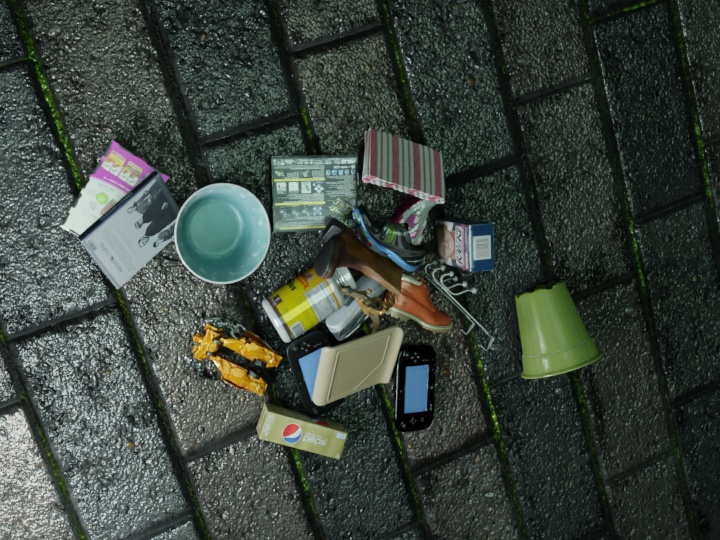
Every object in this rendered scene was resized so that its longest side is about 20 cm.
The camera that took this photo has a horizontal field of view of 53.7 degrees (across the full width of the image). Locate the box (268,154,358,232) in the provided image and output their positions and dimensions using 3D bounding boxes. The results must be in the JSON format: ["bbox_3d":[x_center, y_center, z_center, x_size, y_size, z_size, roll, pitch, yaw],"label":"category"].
[{"bbox_3d":[-0.100,-0.169,1.558,0.195,0.049,0.166,-4,97,-15],"label":"box"}]

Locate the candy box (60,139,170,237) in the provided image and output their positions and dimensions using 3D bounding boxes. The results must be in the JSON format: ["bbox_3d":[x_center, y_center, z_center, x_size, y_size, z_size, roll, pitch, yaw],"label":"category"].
[{"bbox_3d":[-0.496,-0.142,1.446,0.135,0.061,0.203,33,87,-19],"label":"candy box"}]

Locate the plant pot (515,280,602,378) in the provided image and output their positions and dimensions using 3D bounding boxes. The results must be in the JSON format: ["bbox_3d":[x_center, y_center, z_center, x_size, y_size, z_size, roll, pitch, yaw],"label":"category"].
[{"bbox_3d":[0.451,0.133,1.693,0.196,0.200,0.195,-16,88,-12],"label":"plant pot"}]

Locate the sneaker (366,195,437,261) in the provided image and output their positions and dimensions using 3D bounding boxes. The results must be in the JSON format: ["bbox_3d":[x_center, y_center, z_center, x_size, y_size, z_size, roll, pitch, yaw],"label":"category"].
[{"bbox_3d":[0.110,-0.097,1.614,0.199,0.081,0.088,-43,107,2],"label":"sneaker"}]

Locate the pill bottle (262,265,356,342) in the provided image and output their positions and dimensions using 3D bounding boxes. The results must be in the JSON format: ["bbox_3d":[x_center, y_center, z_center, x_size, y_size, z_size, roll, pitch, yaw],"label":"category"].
[{"bbox_3d":[-0.109,0.060,1.553,0.198,0.109,0.111,-33,104,-9],"label":"pill bottle"}]

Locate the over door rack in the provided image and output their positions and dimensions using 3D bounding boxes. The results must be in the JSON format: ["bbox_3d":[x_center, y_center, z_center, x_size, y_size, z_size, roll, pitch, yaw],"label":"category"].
[{"bbox_3d":[0.233,0.070,1.630,0.066,0.148,0.202,-35,104,-2],"label":"over door rack"}]

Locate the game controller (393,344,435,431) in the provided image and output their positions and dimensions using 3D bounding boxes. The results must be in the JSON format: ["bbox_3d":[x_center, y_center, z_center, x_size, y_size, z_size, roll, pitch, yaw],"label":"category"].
[{"bbox_3d":[0.128,0.277,1.673,0.102,0.042,0.206,0,98,-15],"label":"game controller"}]

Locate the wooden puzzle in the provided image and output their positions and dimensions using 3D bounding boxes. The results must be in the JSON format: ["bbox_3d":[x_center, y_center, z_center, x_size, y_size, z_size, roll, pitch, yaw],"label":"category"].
[{"bbox_3d":[-0.009,0.208,1.580,0.196,0.037,0.188,-12,136,-27],"label":"wooden puzzle"}]

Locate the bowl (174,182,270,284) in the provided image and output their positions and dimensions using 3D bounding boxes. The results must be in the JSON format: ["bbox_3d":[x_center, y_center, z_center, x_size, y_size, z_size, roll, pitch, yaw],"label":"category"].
[{"bbox_3d":[-0.295,-0.083,1.478,0.196,0.105,0.206,-5,102,-24],"label":"bowl"}]

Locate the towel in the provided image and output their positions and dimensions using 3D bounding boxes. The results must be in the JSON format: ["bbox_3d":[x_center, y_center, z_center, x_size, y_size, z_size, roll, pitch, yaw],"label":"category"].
[{"bbox_3d":[0.097,-0.231,1.580,0.195,0.030,0.149,15,54,-17],"label":"towel"}]

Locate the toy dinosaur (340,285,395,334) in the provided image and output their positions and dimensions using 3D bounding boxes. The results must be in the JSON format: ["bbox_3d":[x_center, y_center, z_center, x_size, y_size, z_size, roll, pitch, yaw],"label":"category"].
[{"bbox_3d":[0.024,0.083,1.553,0.201,0.104,0.061,57,37,-39],"label":"toy dinosaur"}]

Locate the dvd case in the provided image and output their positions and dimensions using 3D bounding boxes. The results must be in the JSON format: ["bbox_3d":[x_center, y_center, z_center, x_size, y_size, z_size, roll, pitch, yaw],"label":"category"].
[{"bbox_3d":[-0.448,-0.079,1.420,0.200,0.024,0.152,-46,145,-21],"label":"dvd case"}]

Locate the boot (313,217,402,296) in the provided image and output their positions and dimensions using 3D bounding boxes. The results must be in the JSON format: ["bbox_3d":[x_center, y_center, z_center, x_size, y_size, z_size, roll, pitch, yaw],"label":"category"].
[{"bbox_3d":[0.000,0.000,1.505,0.198,0.189,0.069,36,114,-16],"label":"boot"}]

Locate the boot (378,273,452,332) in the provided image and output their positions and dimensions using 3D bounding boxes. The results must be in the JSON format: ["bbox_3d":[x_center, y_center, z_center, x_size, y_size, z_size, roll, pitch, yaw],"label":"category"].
[{"bbox_3d":[0.144,0.074,1.631,0.197,0.075,0.109,22,90,-30],"label":"boot"}]

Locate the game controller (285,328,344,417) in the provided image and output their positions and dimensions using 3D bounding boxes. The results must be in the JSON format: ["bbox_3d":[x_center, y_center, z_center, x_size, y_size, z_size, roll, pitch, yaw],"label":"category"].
[{"bbox_3d":[-0.100,0.231,1.597,0.102,0.042,0.204,-20,113,-10],"label":"game controller"}]

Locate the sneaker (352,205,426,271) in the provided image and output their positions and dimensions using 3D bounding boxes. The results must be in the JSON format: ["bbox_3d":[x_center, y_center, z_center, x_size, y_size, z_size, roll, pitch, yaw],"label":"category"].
[{"bbox_3d":[0.062,-0.080,1.536,0.198,0.071,0.083,37,93,-21],"label":"sneaker"}]

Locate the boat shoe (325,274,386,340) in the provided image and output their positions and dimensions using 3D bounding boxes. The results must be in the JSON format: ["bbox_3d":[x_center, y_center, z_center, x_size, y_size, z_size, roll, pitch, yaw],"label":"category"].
[{"bbox_3d":[0.008,0.076,1.611,0.200,0.071,0.068,-47,134,-17],"label":"boat shoe"}]

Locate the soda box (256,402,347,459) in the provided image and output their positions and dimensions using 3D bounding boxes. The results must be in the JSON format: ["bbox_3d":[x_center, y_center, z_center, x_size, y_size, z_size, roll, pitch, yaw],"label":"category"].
[{"bbox_3d":[-0.133,0.362,1.606,0.196,0.068,0.065,20,92,-17],"label":"soda box"}]

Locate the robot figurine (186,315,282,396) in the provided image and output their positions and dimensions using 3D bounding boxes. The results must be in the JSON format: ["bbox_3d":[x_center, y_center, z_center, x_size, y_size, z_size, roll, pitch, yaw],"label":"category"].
[{"bbox_3d":[-0.278,0.185,1.549,0.197,0.058,0.147,30,88,-17],"label":"robot figurine"}]

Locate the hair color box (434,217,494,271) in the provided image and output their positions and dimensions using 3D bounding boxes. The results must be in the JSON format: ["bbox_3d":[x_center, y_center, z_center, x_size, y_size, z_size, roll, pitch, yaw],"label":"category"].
[{"bbox_3d":[0.228,-0.060,1.583,0.059,0.200,0.103,-4,98,-14],"label":"hair color box"}]
